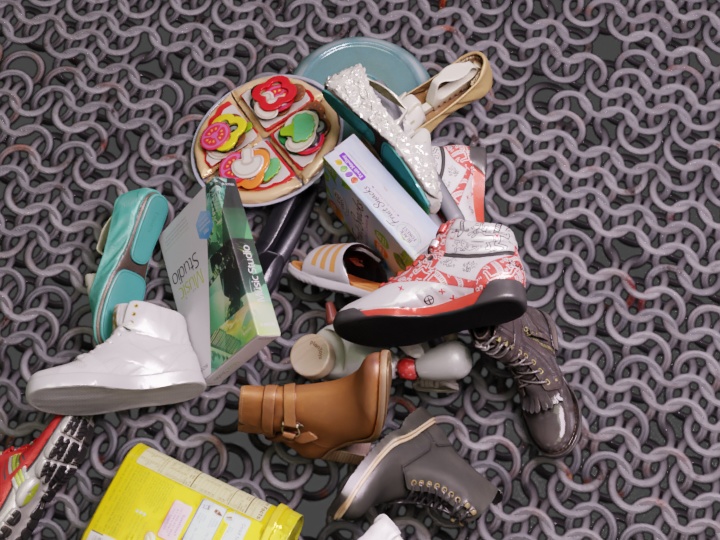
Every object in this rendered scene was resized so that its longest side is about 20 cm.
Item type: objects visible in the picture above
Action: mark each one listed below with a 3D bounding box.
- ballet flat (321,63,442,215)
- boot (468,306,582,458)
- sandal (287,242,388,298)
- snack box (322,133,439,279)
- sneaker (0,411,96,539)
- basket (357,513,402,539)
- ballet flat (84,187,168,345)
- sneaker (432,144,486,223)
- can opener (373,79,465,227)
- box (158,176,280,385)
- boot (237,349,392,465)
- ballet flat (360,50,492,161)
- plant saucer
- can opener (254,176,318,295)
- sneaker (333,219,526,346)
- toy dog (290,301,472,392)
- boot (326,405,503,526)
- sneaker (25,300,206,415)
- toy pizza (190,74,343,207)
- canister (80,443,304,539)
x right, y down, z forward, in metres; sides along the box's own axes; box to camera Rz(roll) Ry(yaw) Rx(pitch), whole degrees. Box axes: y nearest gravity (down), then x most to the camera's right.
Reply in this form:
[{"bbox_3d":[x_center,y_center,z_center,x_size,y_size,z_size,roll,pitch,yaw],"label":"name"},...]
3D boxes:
[{"bbox_3d":[0.038,-0.156,1.219,0.072,0.072,0.200,-38,81,-14],"label":"ballet flat"},{"bbox_3d":[0.168,0.099,1.189,0.069,0.174,0.200,-23,60,24],"label":"boot"},{"bbox_3d":[0.006,0.000,1.240,0.206,0.079,0.059,16,99,40],"label":"sandal"},{"bbox_3d":[0.037,-0.046,1.263,0.053,0.142,0.200,-36,73,-13],"label":"snack box"},{"bbox_3d":[-0.372,0.213,1.198,0.085,0.077,0.200,26,67,20],"label":"sneaker"},{"bbox_3d":[0.002,0.374,1.070,0.198,0.200,0.161,-42,77,-15],"label":"basket"},{"bbox_3d":[-0.288,-0.004,1.290,0.070,0.067,0.200,7,74,32],"label":"ballet flat"},{"bbox_3d":[0.096,-0.062,1.312,0.108,0.067,0.202,3,65,2],"label":"sneaker"},{"bbox_3d":[0.054,-0.128,1.273,0.053,0.066,0.200,-31,76,6],"label":"can opener"},{"bbox_3d":[-0.166,0.014,1.242,0.036,0.144,0.200,-2,64,-40],"label":"box"},{"bbox_3d":[-0.051,0.137,1.163,0.155,0.200,0.077,15,56,-3],"label":"boot"},{"bbox_3d":[0.079,-0.210,1.342,0.200,0.063,0.069,-37,66,-14],"label":"ballet flat"},{"bbox_3d":[0.000,-0.221,1.394,0.200,0.027,0.200,0,69,-1],"label":"plant saucer"},{"bbox_3d":[-0.102,-0.028,1.303,0.079,0.063,0.200,8,56,31],"label":"can opener"},{"bbox_3d":[0.070,0.011,1.128,0.201,0.067,0.108,-11,54,15],"label":"sneaker"},{"bbox_3d":[0.023,0.079,1.216,0.200,0.132,0.096,2,75,1],"label":"toy dog"},{"bbox_3d":[0.066,0.236,1.148,0.138,0.077,0.200,43,39,11],"label":"boot"},{"bbox_3d":[-0.279,0.093,1.204,0.200,0.074,0.116,-1,58,-34],"label":"sneaker"},{"bbox_3d":[-0.120,-0.168,1.339,0.200,0.032,0.200,-7,59,12],"label":"toy pizza"},{"bbox_3d":[-0.182,0.289,1.161,0.200,0.087,0.149,23,70,10],"label":"canister"}]
